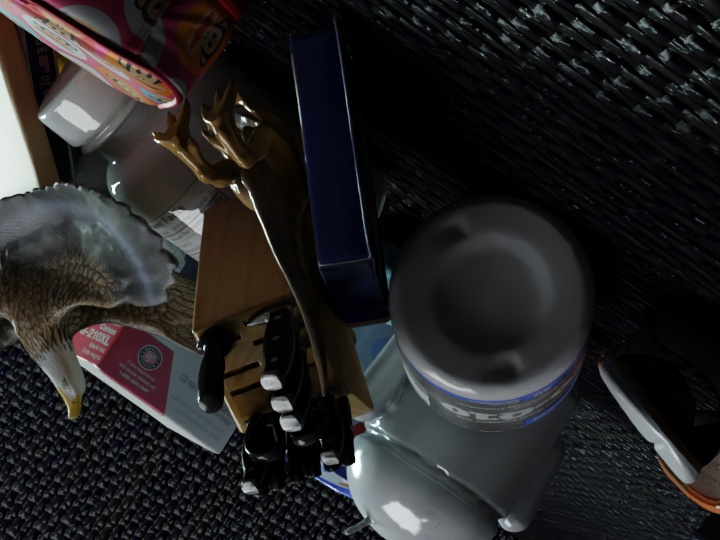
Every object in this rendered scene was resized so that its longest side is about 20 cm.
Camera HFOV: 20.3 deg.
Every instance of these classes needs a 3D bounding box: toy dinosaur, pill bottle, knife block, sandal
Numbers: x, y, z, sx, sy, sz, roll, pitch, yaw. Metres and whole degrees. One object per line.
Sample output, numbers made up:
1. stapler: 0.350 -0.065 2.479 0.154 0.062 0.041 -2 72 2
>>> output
1. toy dinosaur: -0.047 -0.044 1.031 0.106 0.060 0.200 36 -153 -31
2. pill bottle: -0.092 -0.070 1.239 0.200 0.115 0.114 37 172 -17
3. knife block: -0.053 0.025 1.087 0.176 0.064 0.201 51 -159 -69
4. pill bottle: 0.077 0.033 1.170 0.114 0.114 0.200 32 172 10
5. sandal: 0.181 0.057 1.133 0.079 0.059 0.207 52 -167 -1

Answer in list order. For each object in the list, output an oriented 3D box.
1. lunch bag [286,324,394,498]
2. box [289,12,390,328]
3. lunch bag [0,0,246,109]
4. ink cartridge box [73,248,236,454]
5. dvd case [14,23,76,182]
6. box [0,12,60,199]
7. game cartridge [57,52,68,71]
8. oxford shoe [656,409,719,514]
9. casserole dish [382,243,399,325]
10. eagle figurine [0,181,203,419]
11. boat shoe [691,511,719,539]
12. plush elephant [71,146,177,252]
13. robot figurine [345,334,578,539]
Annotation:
1. lunch bag: -0.001 0.086 1.602 0.124 0.170 0.200 38 171 -8
2. box: -0.010 -0.048 1.061 0.032 0.122 0.200 -8 167 1
3. lunch bag: -0.165 -0.165 1.083 0.200 0.082 0.176 35 173 -12
4. ink cartridge box: -0.126 0.020 1.615 0.145 0.200 0.084 40 167 -37
5. dvd case: -0.240 -0.139 1.316 0.150 0.025 0.201 24 126 51
6. box: -0.254 -0.141 1.289 0.163 0.021 0.201 -4 103 61
7. game cartridge: -0.285 -0.195 1.578 0.200 0.033 0.176 28 170 32
8. oxford shoe: 0.233 0.099 1.168 0.073 0.071 0.200 58 159 -21
9. casserole dish: 0.000 0.000 1.407 0.121 0.039 0.200 26 -176 -2
10. eagle figurine: -0.179 0.016 1.254 0.151 0.199 0.152 63 -164 -14
11. boat shoe: 0.283 0.164 1.193 0.075 0.093 0.200 38 172 -28
12. plush elephant: -0.156 -0.070 1.412 0.154 0.201 0.165 13 -157 -41
13. robot figurine: 0.067 0.106 1.330 0.169 0.200 0.113 38 171 -25
